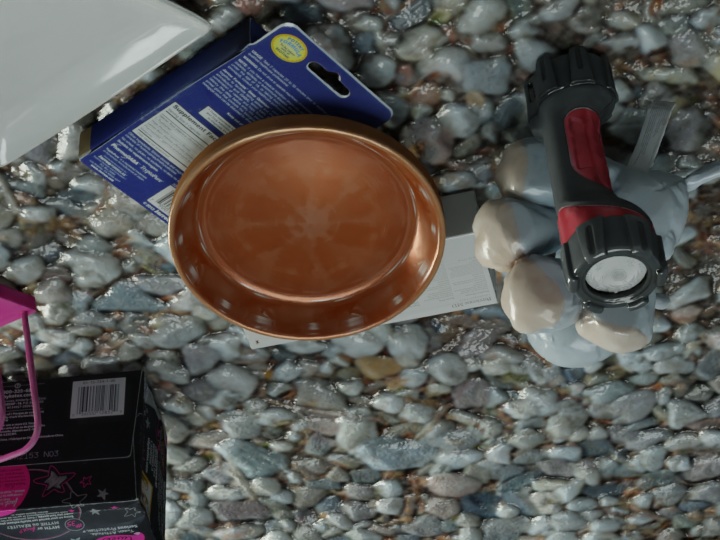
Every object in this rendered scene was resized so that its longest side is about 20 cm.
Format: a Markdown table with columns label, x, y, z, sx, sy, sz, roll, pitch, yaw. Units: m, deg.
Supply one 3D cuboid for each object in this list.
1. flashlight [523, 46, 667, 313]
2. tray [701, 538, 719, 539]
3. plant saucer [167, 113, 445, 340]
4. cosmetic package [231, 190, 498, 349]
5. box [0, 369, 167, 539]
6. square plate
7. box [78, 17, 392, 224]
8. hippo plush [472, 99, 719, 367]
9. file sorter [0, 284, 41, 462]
| label | x | y | z | sx | sy | sz | roll | pitch | yaw |
| --- | --- | --- | --- | --- | --- | --- | --- | --- | --- |
| flashlight | 0.157 | -0.067 | 1.212 | 0.067 | 0.201 | 0.068 | 14 | 137 | -18 |
| tray | 0.409 | 0.296 | 1.769 | 0.198 | 0.037 | 0.099 | -3 | 139 | 1 |
| plant saucer | -0.038 | -0.032 | 1.308 | 0.199 | 0.032 | 0.201 | 0 | 132 | 0 |
| cosmetic package | 0.000 | 0.000 | 1.395 | 0.198 | 0.051 | 0.083 | -11 | 134 | 9 |
| box | -0.267 | 0.172 | 1.517 | 0.198 | 0.133 | 0.115 | -5 | 143 | 3 |
| square plate | -0.228 | -0.147 | 1.183 | 0.199 | 0.029 | 0.198 | -30 | 156 | 21 |
| box | -0.087 | -0.103 | 1.286 | 0.199 | 0.033 | 0.121 | -28 | 133 | 28 |
| hippo plush | 0.162 | -0.018 | 1.339 | 0.159 | 0.201 | 0.161 | 32 | 162 | 7 |
| file sorter | -0.349 | 0.077 | 1.360 | 0.138 | 0.126 | 0.200 | -21 | 158 | 21 |
